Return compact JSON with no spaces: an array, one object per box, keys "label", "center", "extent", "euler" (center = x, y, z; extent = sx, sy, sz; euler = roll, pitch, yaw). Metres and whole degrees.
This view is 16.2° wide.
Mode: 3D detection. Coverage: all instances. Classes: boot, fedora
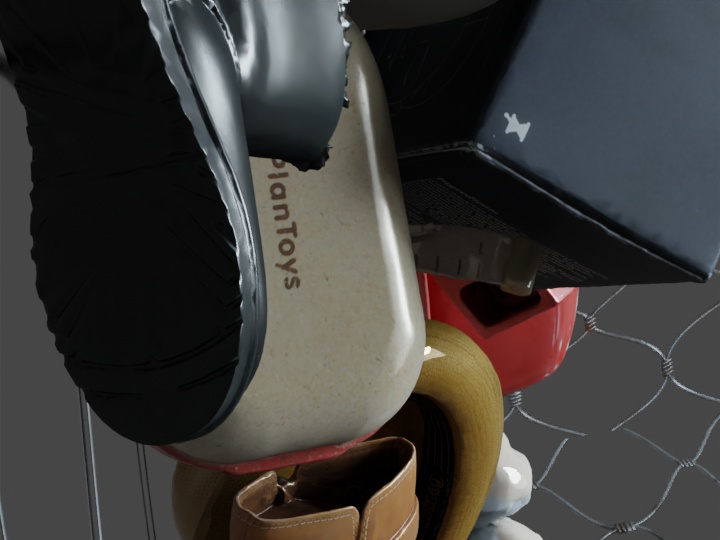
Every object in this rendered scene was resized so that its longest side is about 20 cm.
[{"label":"boot","center":[0.010,0.137,1.053],"extent":[0.200,0.073,0.156],"euler":[-25,126,-50]},{"label":"boot","center":[-0.052,-0.049,0.855],"extent":[0.162,0.073,0.199],"euler":[-12,87,-67]},{"label":"fedora","center":[-0.025,0.095,1.108],"extent":[0.082,0.200,0.201],"euler":[35,-29,34]}]

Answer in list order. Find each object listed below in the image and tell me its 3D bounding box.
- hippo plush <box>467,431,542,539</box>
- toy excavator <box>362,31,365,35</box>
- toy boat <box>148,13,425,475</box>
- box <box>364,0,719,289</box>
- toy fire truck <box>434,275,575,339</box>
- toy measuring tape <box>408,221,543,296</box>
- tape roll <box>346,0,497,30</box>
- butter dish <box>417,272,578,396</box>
[{"label":"hippo plush","center":[0.011,0.146,1.269],"extent":[0.161,0.158,0.201],"euler":[163,-77,-87]},{"label":"toy excavator","center":[-0.084,-0.158,1.182],"extent":[0.195,0.199,0.100],"euler":[-58,179,-2]},{"label":"toy boat","center":[-0.059,-0.020,0.998],"extent":[0.131,0.130,0.201],"euler":[-14,-96,60]},{"label":"box","center":[0.094,-0.105,1.078],"extent":[0.201,0.124,0.196],"euler":[-65,-163,-10]},{"label":"toy fire truck","center":[0.050,-0.082,1.232],"extent":[0.201,0.049,0.141],"euler":[57,37,-7]},{"label":"toy measuring tape","center":[0.000,0.000,1.102],"extent":[0.073,0.199,0.074],"euler":[-14,106,-56]},{"label":"tape roll","center":[-0.028,-0.153,0.961],"extent":[0.203,0.201,0.037],"euler":[79,21,-69]},{"label":"butter dish","center":[0.071,-0.023,1.376],"extent":[0.200,0.147,0.201],"euler":[-108,-168,-63]}]
